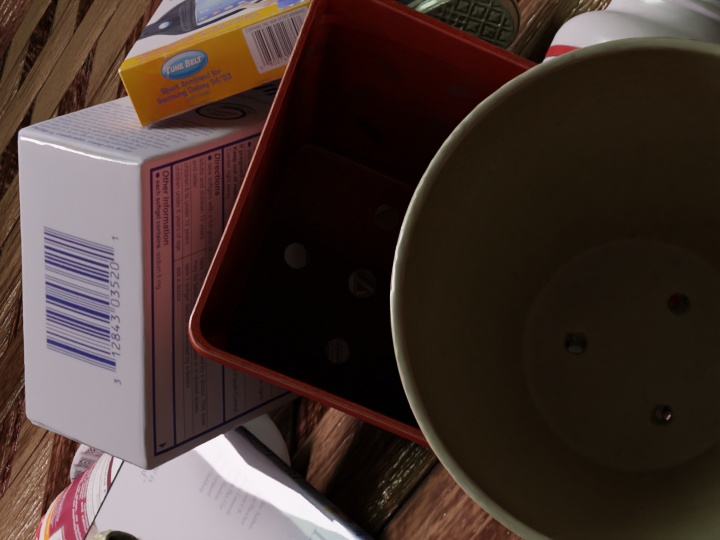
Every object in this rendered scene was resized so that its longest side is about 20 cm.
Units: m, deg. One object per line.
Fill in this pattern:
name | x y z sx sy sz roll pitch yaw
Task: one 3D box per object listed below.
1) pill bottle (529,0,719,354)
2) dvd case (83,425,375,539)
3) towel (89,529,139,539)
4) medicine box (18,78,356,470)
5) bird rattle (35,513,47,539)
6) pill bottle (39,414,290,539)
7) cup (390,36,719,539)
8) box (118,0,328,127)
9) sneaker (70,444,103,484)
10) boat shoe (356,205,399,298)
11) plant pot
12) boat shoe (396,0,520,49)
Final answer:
pill bottle | 0.124 -0.047 0.964 0.202 0.112 0.112 -66 19 -2
dvd case | -0.086 0.172 1.246 0.200 0.017 0.144 36 103 37
towel | -0.145 0.262 1.264 0.148 0.036 0.202 -25 85 53
medicine box | -0.096 -0.009 1.219 0.102 0.199 0.184 16 115 34
bird rattle | -0.248 0.275 1.501 0.113 0.162 0.202 36 120 56
pill bottle | -0.133 0.162 1.401 0.200 0.113 0.115 -40 30 51
cup | 0.115 0.023 0.827 0.143 0.199 0.202 67 -135 -79
box | -0.067 -0.150 1.217 0.118 0.042 0.200 -19 21 11
sneaker | -0.177 0.134 1.572 0.201 0.077 0.113 115 169 -47
boat shoe | 0.000 0.000 1.325 0.200 0.073 0.067 -44 39 52
plant pot | 0.020 -0.007 1.100 0.176 0.198 0.202 146 145 -75
boat shoe | 0.009 -0.142 1.293 0.198 0.075 0.063 -19 33 21
